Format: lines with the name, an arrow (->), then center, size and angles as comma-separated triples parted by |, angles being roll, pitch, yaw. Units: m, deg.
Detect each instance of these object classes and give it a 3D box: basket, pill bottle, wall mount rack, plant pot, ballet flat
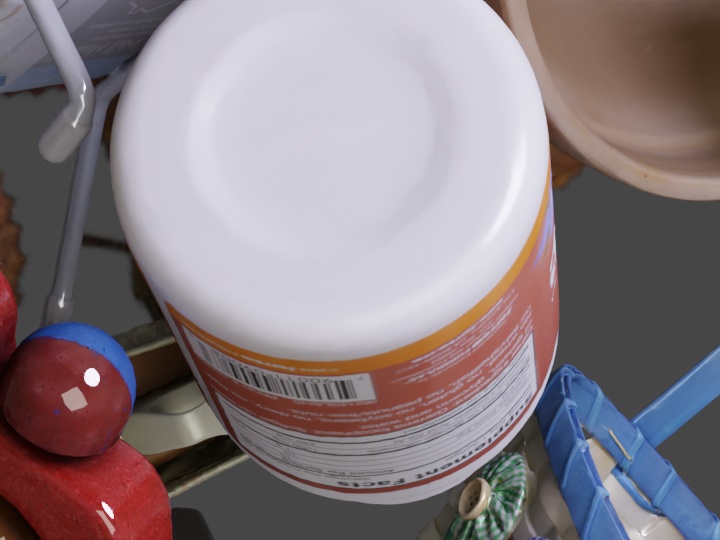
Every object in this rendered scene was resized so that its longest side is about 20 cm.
basket -> 0.116, 0.103, 0.852 | 0.200, 0.176, 0.139 | -36, 120, 7
pill bottle -> 0.000, 0.000, 0.717 | 0.112, 0.200, 0.112 | -2, 70, 5
wall mount rack -> -0.101, -0.032, 0.772 | 0.174, 0.200, 0.075 | -35, 76, 38
plant pot -> 0.092, -0.128, 0.729 | 0.201, 0.093, 0.201 | -17, 121, -31
ballet flat -> -0.082, 0.052, 0.824 | 0.200, 0.062, 0.067 | -27, 104, -21

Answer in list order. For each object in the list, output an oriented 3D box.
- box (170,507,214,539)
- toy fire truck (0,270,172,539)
box -> -0.105, 0.195, 0.811 | 0.166, 0.200, 0.164 | -8, 107, -12
toy fire truck -> -0.130, 0.053, 0.663 | 0.200, 0.112, 0.168 | 37, 131, 9
